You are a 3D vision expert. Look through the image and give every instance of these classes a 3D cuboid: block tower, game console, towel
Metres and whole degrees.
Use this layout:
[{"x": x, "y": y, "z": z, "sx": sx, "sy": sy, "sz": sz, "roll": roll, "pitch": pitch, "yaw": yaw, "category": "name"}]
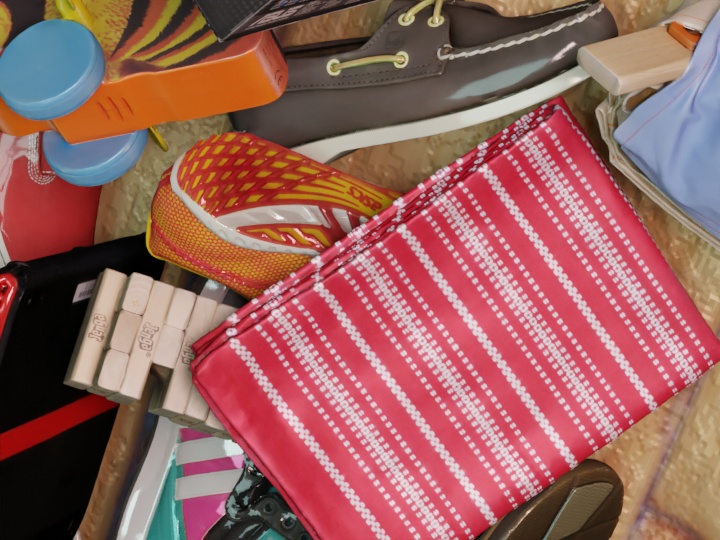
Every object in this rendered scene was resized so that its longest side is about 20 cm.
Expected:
[{"x": -0.028, "y": 0.058, "z": 0.956, "sx": 0.200, "sy": 0.054, "sz": 0.058, "roll": 19, "pitch": 81, "yaw": -11, "category": "block tower"}, {"x": -0.155, "y": 0.070, "z": 0.990, "sx": 0.031, "sy": 0.200, "sz": 0.177, "roll": 20, "pitch": 100, "yaw": 11, "category": "game console"}, {"x": 0.043, "y": 0.037, "z": 0.919, "sx": 0.200, "sy": 0.022, "sz": 0.145, "roll": -35, "pitch": 103, "yaw": -3, "category": "towel"}]

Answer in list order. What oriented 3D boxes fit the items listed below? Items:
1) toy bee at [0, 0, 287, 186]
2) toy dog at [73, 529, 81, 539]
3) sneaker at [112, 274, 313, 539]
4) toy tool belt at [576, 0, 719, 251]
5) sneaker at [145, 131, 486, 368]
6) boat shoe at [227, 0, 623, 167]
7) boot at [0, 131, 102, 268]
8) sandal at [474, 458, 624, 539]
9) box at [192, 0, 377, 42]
[{"x": -0.137, "y": -0.097, "z": 0.934, "sx": 0.131, "sy": 0.200, "sz": 0.109, "roll": 97, "pitch": 163, "yaw": -53, "category": "toy bee"}, {"x": -0.246, "y": 0.114, "z": 1.123, "sx": 0.132, "sy": 0.096, "sz": 0.200, "roll": -29, "pitch": 89, "yaw": 31, "category": "toy dog"}, {"x": -0.040, "y": 0.087, "z": 1.016, "sx": 0.121, "sy": 0.084, "sz": 0.200, "roll": 23, "pitch": 109, "yaw": 18, "category": "sneaker"}, {"x": 0.184, "y": -0.038, "z": 0.843, "sx": 0.200, "sy": 0.123, "sz": 0.125, "roll": 37, "pitch": 117, "yaw": 14, "category": "toy tool belt"}, {"x": 0.000, "y": 0.000, "z": 0.964, "sx": 0.200, "sy": 0.073, "sz": 0.077, "roll": 27, "pitch": 148, "yaw": -9, "category": "sneaker"}, {"x": 0.022, "y": -0.090, "z": 0.943, "sx": 0.201, "sy": 0.072, "sz": 0.061, "roll": -14, "pitch": 100, "yaw": 32, "category": "boat shoe"}, {"x": -0.119, "y": -0.072, "z": 1.025, "sx": 0.144, "sy": 0.072, "sz": 0.200, "roll": 1, "pitch": 100, "yaw": 26, "category": "boot"}, {"x": 0.047, "y": 0.153, "z": 1.004, "sx": 0.055, "sy": 0.082, "sz": 0.200, "roll": 55, "pitch": 130, "yaw": 30, "category": "sandal"}, {"x": 0.036, "y": -0.163, "z": 0.843, "sx": 0.160, "sy": 0.200, "sz": 0.044, "roll": -36, "pitch": 85, "yaw": 31, "category": "box"}]
